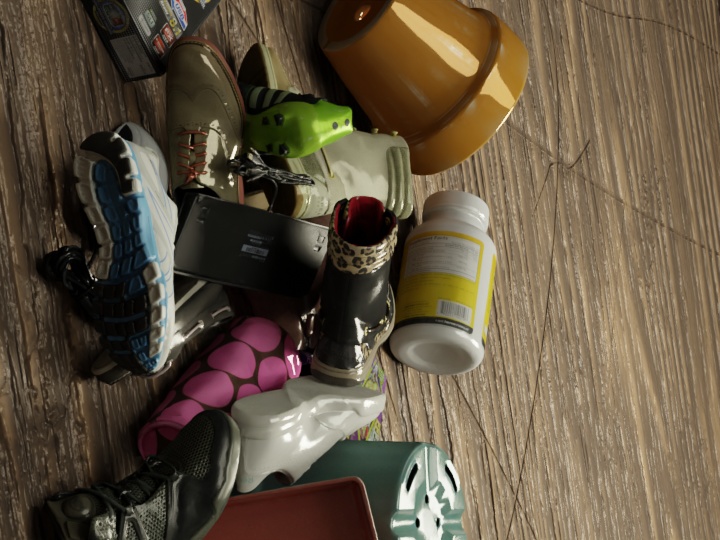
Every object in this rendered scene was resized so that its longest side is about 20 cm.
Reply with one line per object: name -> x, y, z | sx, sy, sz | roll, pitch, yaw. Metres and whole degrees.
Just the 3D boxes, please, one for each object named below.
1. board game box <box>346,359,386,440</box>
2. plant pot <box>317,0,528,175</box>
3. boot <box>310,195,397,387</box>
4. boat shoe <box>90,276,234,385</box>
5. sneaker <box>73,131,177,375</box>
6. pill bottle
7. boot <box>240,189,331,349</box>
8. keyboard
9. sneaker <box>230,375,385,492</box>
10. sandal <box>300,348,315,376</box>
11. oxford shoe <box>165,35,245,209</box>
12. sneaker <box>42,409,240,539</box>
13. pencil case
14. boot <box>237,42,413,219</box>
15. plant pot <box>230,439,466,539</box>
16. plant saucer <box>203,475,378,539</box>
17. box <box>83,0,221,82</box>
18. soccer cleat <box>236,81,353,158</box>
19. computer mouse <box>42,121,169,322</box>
board game box -> -0.009, 0.136, 1.668 | 0.200, 0.032, 0.121 | 61, 38, -65
plant pot -> 0.056, -0.241, 1.794 | 0.183, 0.199, 0.202 | 39, 49, -31
boot -> 0.000, 0.000, 1.524 | 0.200, 0.072, 0.152 | -65, 165, -59
boat shoe -> -0.166, 0.058, 1.415 | 0.057, 0.067, 0.200 | 58, 31, -11
sneaker -> -0.177, -0.015, 1.331 | 0.086, 0.074, 0.202 | -2, 84, -62
pill bottle -> 0.100, 0.012, 1.874 | 0.112, 0.111, 0.202 | 47, 45, -47
boot -> -0.059, -0.008, 1.625 | 0.199, 0.072, 0.168 | -20, 99, -51
keyboard -> -0.092, -0.044, 1.465 | 0.199, 0.021, 0.128 | 13, 103, -52
sneaker -> -0.053, 0.151, 1.452 | 0.199, 0.075, 0.089 | -9, 109, -53
sandal -> -0.047, 0.047, 1.665 | 0.076, 0.042, 0.202 | 38, 52, -53
oxford shoe -> -0.141, -0.109, 1.440 | 0.075, 0.070, 0.202 | -74, 159, -60
sneaker -> -0.180, 0.187, 1.302 | 0.200, 0.076, 0.114 | -53, 133, -9
pencil case -> -0.123, 0.125, 1.465 | 0.200, 0.090, 0.094 | -48, 127, -52
boot -> -0.035, -0.136, 1.602 | 0.153, 0.072, 0.201 | 0, 57, -32
plant pot -> -0.015, 0.243, 1.522 | 0.200, 0.194, 0.202 | 25, 61, -57
plant saucer -> -0.067, 0.285, 1.427 | 0.037, 0.198, 0.202 | -56, 133, -71
box -> -0.206, -0.298, 1.451 | 0.201, 0.044, 0.161 | 65, 34, -29
soccer cleat -> -0.080, -0.141, 1.499 | 0.080, 0.199, 0.068 | -15, 110, -29
computer mouse -> -0.207, -0.051, 1.393 | 0.110, 0.044, 0.201 | 52, 41, -42
